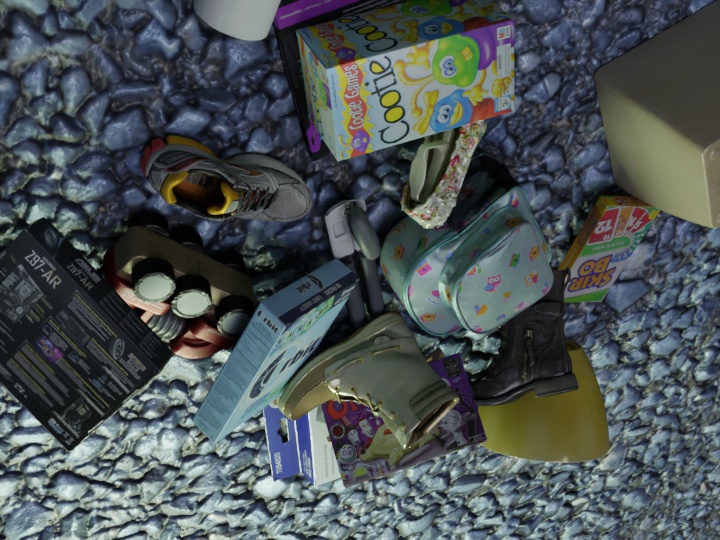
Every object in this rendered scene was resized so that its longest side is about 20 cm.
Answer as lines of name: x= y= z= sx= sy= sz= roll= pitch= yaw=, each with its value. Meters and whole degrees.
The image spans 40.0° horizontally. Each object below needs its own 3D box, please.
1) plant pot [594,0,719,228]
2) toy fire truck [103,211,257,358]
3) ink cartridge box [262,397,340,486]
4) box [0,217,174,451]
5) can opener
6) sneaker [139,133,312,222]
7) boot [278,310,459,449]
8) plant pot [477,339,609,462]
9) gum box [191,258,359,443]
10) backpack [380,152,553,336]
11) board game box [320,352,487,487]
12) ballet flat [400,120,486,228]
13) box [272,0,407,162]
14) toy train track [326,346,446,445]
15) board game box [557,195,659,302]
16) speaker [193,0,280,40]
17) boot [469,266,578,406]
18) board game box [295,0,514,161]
plant pot: x=0.432 y=-0.175 z=1.225 sx=0.198 sy=0.178 sz=0.201 roll=-29 pitch=133 yaw=-2
toy fire truck: x=-0.235 y=0.065 z=1.129 sx=0.175 sy=0.130 sz=0.200 roll=27 pitch=123 yaw=-39
ink cartridge box: x=-0.034 y=0.214 z=1.387 sx=0.197 sy=0.041 sz=0.202 roll=-16 pitch=131 yaw=-15
box: x=-0.320 y=0.070 z=1.043 sx=0.160 sy=0.044 sz=0.200 roll=-39 pitch=99 yaw=22
can opener: x=0.000 y=0.000 z=1.219 sx=0.053 sy=0.067 sz=0.202 roll=-21 pitch=132 yaw=-10
sneaker: x=-0.140 y=-0.082 z=1.076 sx=0.197 sy=0.083 sz=0.079 roll=8 pitch=122 yaw=-32
boot: x=0.009 y=0.164 z=1.248 sx=0.198 sy=0.155 sz=0.072 roll=-34 pitch=156 yaw=-8
plant pot: x=0.265 y=0.175 z=1.426 sx=0.197 sy=0.199 sz=0.145 roll=0 pitch=99 yaw=-26
gum box: x=-0.100 y=0.094 z=1.181 sx=0.169 sy=0.044 sz=0.201 roll=-31 pitch=158 yaw=-56
backpack: x=0.130 y=-0.012 z=1.222 sx=0.198 sy=0.154 sz=0.176 roll=-31 pitch=139 yaw=4
board game box: x=0.055 y=0.195 z=1.296 sx=0.197 sy=0.122 sz=0.032 roll=-18 pitch=164 yaw=-1
ballet flat: x=0.095 y=-0.146 z=1.120 sx=0.063 sy=0.075 sz=0.204 roll=7 pitch=101 yaw=-44
box: x=-0.012 y=-0.227 z=1.059 sx=0.141 sy=0.036 sz=0.202 roll=-21 pitch=131 yaw=-9
toy train track: x=0.041 y=0.181 z=1.350 sx=0.199 sy=0.033 sz=0.115 roll=-38 pitch=134 yaw=0
board game box: x=0.331 y=-0.020 z=1.379 sx=0.094 sy=0.030 sz=0.202 roll=-1 pitch=137 yaw=-25
speaker: x=-0.088 y=-0.316 z=0.906 sx=0.080 sy=0.082 sz=0.202 roll=5 pitch=129 yaw=-29
boot: x=0.200 y=0.089 z=1.341 sx=0.196 sy=0.178 sz=0.069 roll=-12 pitch=170 yaw=15
board game box: x=0.047 y=-0.203 z=1.009 sx=0.197 sy=0.103 sz=0.106 roll=-17 pitch=128 yaw=-12
